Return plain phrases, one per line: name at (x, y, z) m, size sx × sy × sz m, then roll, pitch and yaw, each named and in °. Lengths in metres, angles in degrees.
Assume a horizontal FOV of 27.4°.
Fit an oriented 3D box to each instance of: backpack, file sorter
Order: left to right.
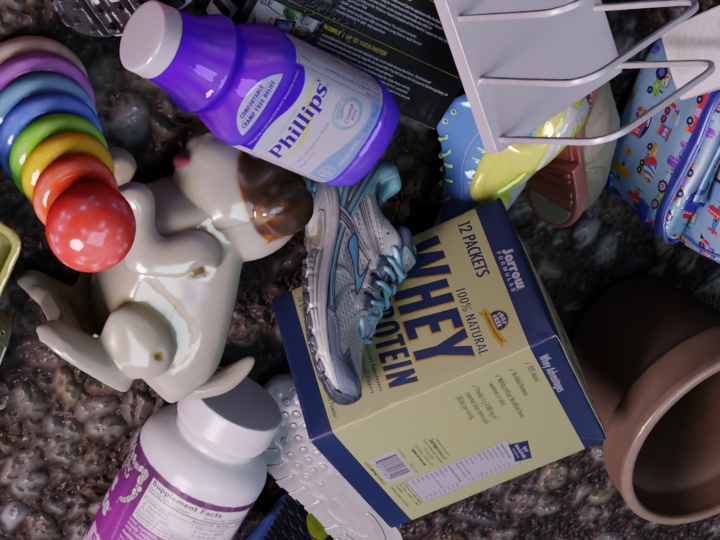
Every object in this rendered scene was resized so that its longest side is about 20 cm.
file sorter at (0.140, -0.197, 1.000) m, size 0.139 × 0.124 × 0.201 m, roll -33°, pitch 114°, yaw -28°
backpack at (0.312, -0.084, 1.196) m, size 0.134 × 0.200 × 0.183 m, roll 8°, pitch 121°, yaw -32°

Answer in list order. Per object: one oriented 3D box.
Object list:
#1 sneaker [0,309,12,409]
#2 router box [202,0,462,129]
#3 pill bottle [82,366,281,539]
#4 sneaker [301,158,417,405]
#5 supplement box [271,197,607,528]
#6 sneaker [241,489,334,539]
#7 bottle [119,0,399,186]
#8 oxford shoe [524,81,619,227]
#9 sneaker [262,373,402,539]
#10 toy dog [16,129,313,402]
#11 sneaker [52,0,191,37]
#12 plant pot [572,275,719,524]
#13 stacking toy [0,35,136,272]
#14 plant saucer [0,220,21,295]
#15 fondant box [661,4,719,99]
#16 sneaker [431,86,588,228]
sneaker at (-0.296, 0.034, 1.063) m, size 0.090 × 0.067 × 0.201 m, roll -19°, pitch 125°, yaw -40°
router box at (0.010, -0.201, 1.047) m, size 0.199 × 0.051 × 0.149 m, roll 19°, pitch 112°, yaw -37°
pill bottle at (-0.145, 0.181, 1.214) m, size 0.112 × 0.112 × 0.200 m, roll 15°, pitch 116°, yaw -35°
sneaker at (0.000, 0.000, 1.090) m, size 0.086 × 0.201 × 0.078 m, roll -3°, pitch 158°, yaw 1°
supplement box at (0.067, 0.081, 1.183) m, size 0.199 × 0.135 × 0.200 m, roll -24°, pitch 146°, yaw 8°
sneaker at (-0.082, 0.247, 1.296) m, size 0.078 × 0.200 × 0.066 m, roll -24°, pitch 106°, yaw 40°
bottle at (-0.066, -0.120, 0.978) m, size 0.200 × 0.065 × 0.084 m, roll 21°, pitch 112°, yaw -42°
oxford shoe at (0.172, -0.136, 1.187) m, size 0.074 × 0.071 × 0.201 m, roll -33°, pitch 138°, yaw -37°
sneaker at (-0.027, 0.163, 1.296) m, size 0.076 × 0.081 × 0.200 m, roll -20°, pitch 116°, yaw 21°
toy dog at (-0.119, -0.010, 1.057) m, size 0.194 × 0.140 × 0.200 m, roll 36°, pitch 95°, yaw -20°
sneaker at (-0.110, -0.216, 0.961) m, size 0.199 × 0.091 × 0.067 m, roll -27°, pitch 108°, yaw 23°
plant pot at (0.281, 0.100, 1.335) m, size 0.199 × 0.175 × 0.201 m, roll -14°, pitch 129°, yaw -18°
stacking toy at (-0.192, -0.070, 0.938) m, size 0.085 × 0.200 × 0.086 m, roll -14°, pitch 129°, yaw -18°
plant saucer at (-0.324, 0.003, 0.969) m, size 0.200 × 0.199 × 0.048 m, roll -61°, pitch 171°, yaw 22°
fondant box at (0.343, -0.187, 1.082) m, size 0.199 × 0.144 × 0.059 m, roll -19°, pitch 91°, yaw -29°
sneaker at (0.091, -0.097, 1.169) m, size 0.105 × 0.076 × 0.200 m, roll 40°, pitch 128°, yaw -1°
